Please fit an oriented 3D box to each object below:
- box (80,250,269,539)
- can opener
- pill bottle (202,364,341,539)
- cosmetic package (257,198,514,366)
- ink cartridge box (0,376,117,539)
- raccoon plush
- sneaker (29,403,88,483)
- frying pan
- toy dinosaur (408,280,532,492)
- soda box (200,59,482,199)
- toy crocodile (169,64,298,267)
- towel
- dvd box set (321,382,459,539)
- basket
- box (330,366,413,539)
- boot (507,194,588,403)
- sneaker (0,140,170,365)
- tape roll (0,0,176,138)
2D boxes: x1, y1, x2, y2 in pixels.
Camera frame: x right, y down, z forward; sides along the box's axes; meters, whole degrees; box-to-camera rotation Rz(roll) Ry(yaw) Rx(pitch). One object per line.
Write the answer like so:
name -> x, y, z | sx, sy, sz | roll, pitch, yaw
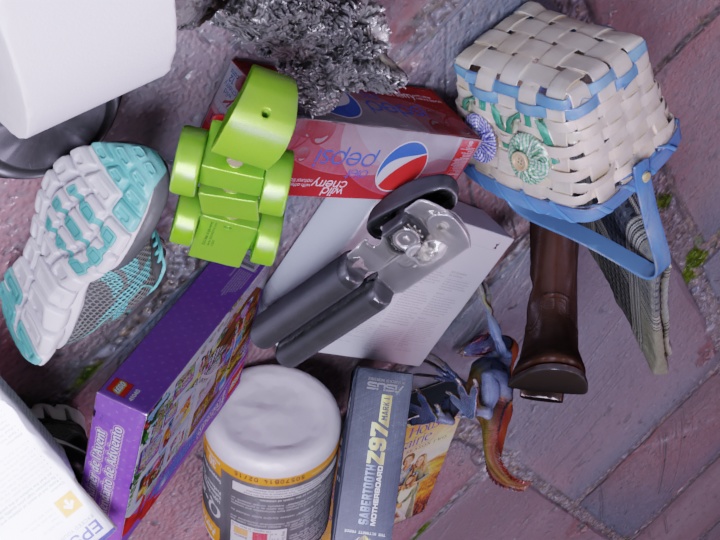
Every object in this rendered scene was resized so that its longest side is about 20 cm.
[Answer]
box -> -0.131, 0.083, 0.811 | 0.200, 0.039, 0.137 | -56, 167, -53
can opener -> 0.000, 0.000, 0.830 | 0.053, 0.067, 0.200 | 38, 129, -23
pill bottle -> -0.081, 0.187, 0.995 | 0.116, 0.116, 0.200 | -21, 140, -29
cosmetic package -> 0.023, 0.002, 0.957 | 0.200, 0.052, 0.151 | 14, 119, -51
ink cartridge box -> -0.291, 0.145, 0.706 | 0.196, 0.043, 0.200 | -38, 106, -8
raccoon plush -> -0.054, -0.128, 0.640 | 0.200, 0.097, 0.134 | -43, 121, -40
sneaker -> -0.259, 0.135, 0.783 | 0.200, 0.091, 0.066 | 10, 119, -50
frying pan -> -0.197, -0.069, 0.684 | 0.115, 0.031, 0.190 | -14, 134, -32
toy dinosaur -> 0.114, 0.113, 1.081 | 0.105, 0.200, 0.181 | -34, 166, 32
soda box -> -0.011, -0.094, 0.801 | 0.200, 0.070, 0.063 | 0, 130, -44
toy crocodile -> -0.075, -0.051, 0.672 | 0.067, 0.062, 0.200 | 12, 158, -6
towel -> 0.241, -0.026, 1.030 | 0.035, 0.193, 0.200 | -21, 145, 1
dvd box set -> 0.030, 0.211, 1.211 | 0.146, 0.029, 0.200 | -16, 138, -34
basket -> 0.157, -0.096, 0.886 | 0.139, 0.176, 0.200 | -42, 132, -17
box -> 0.006, 0.164, 0.971 | 0.200, 0.051, 0.158 | 96, 1, -85
boot -> 0.169, 0.009, 0.988 | 0.186, 0.064, 0.200 | 83, 15, -80
sneaker -> -0.158, -0.018, 0.715 | 0.091, 0.078, 0.200 | -18, 162, -43
tape roll -> -0.156, -0.160, 0.471 | 0.071, 0.202, 0.203 | -29, 144, -19
